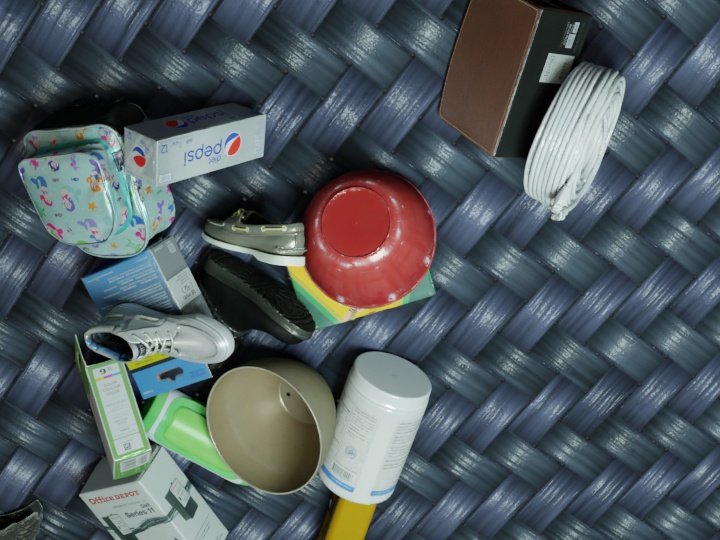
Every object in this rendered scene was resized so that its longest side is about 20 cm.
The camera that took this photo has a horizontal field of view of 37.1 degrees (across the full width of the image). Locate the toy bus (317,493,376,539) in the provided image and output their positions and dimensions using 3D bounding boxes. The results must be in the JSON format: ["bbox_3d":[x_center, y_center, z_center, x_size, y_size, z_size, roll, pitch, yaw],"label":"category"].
[{"bbox_3d":[-0.030,0.436,1.761,0.064,0.079,0.202,15,113,-8],"label":"toy bus"}]

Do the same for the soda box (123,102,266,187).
[{"bbox_3d":[-0.216,-0.169,1.416,0.068,0.199,0.064,23,120,32],"label":"soda box"}]

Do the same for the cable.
[{"bbox_3d":[0.288,-0.177,1.431,0.069,0.200,0.203,24,109,19],"label":"cable"}]

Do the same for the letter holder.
[{"bbox_3d":[0.200,-0.273,1.443,0.099,0.142,0.203,-4,121,-37],"label":"letter holder"}]

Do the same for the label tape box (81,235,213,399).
[{"bbox_3d":[-0.293,0.069,1.548,0.143,0.063,0.202,-18,103,31],"label":"label tape box"}]

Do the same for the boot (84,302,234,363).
[{"bbox_3d":[-0.277,0.101,1.458,0.197,0.096,0.075,8,115,22],"label":"boot"}]

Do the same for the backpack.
[{"bbox_3d":[-0.352,-0.112,1.458,0.175,0.151,0.202,-1,126,27],"label":"backpack"}]

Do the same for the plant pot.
[{"bbox_3d":[-0.114,0.212,1.612,0.198,0.134,0.203,10,113,25],"label":"plant pot"}]

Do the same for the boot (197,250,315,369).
[{"bbox_3d":[-0.172,0.087,1.566,0.210,0.079,0.159,35,111,24],"label":"boot"}]

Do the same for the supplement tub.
[{"bbox_3d":[0.020,0.243,1.646,0.130,0.132,0.202,16,113,-9],"label":"supplement tub"}]

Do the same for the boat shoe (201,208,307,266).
[{"bbox_3d":[-0.149,-0.053,1.498,0.071,0.200,0.061,-2,103,-46],"label":"boat shoe"}]

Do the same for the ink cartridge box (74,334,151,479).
[{"bbox_3d":[-0.367,0.196,1.588,0.059,0.202,0.104,-16,160,-20],"label":"ink cartridge box"}]

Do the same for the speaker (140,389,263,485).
[{"bbox_3d":[-0.244,0.257,1.670,0.198,0.089,0.089,31,110,-15],"label":"speaker"}]

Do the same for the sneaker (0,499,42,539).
[{"bbox_3d":[-0.612,0.448,1.762,0.197,0.060,0.106,-11,116,-3],"label":"sneaker"}]

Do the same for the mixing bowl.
[{"bbox_3d":[0.002,-0.054,1.469,0.197,0.108,0.204,-1,81,8],"label":"mixing bowl"}]

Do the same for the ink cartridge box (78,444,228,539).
[{"bbox_3d":[-0.328,0.385,1.702,0.145,0.083,0.201,-18,116,32],"label":"ink cartridge box"}]

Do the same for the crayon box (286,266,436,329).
[{"bbox_3d":[0.000,0.000,1.573,0.197,0.058,0.120,-17,114,6],"label":"crayon box"}]
